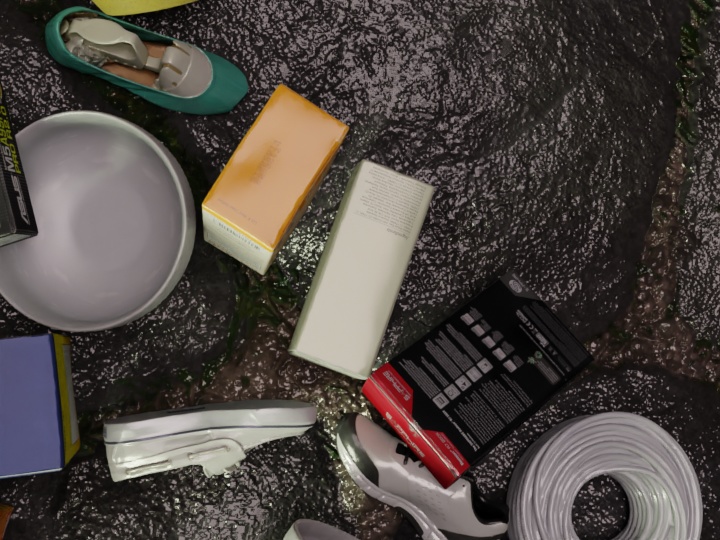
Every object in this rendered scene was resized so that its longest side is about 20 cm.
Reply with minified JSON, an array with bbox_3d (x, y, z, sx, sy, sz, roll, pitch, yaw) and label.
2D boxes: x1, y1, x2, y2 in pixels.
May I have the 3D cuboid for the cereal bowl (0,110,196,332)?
[{"bbox_3d":[-0.241,-0.042,0.987,0.199,0.083,0.201,0,87,10],"label":"cereal bowl"}]

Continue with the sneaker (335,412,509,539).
[{"bbox_3d":[0.061,0.198,1.035,0.200,0.074,0.080,42,118,-11],"label":"sneaker"}]

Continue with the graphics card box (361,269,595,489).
[{"bbox_3d":[0.114,0.100,1.035,0.200,0.051,0.126,-35,75,-27],"label":"graphics card box"}]

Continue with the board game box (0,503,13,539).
[{"bbox_3d":[-0.425,0.275,0.880,0.200,0.200,0.200,18,82,-9],"label":"board game box"}]

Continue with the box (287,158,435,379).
[{"bbox_3d":[0.000,0.000,1.052,0.082,0.068,0.200,22,82,-8],"label":"box"}]

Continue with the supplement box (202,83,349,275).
[{"bbox_3d":[-0.081,-0.074,0.975,0.073,0.200,0.126,32,81,-3],"label":"supplement box"}]

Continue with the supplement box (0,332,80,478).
[{"bbox_3d":[-0.304,0.114,0.916,0.109,0.200,0.109,-6,86,-11],"label":"supplement box"}]

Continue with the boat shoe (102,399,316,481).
[{"bbox_3d":[-0.139,0.161,1.012,0.199,0.072,0.066,-6,91,-11],"label":"boat shoe"}]

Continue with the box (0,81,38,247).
[{"bbox_3d":[-0.400,-0.081,0.954,0.199,0.044,0.161,-15,86,10],"label":"box"}]

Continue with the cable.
[{"bbox_3d":[0.246,0.243,1.082,0.200,0.069,0.200,40,79,-5],"label":"cable"}]

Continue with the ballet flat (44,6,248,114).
[{"bbox_3d":[-0.203,-0.199,1.027,0.200,0.070,0.068,16,82,-10],"label":"ballet flat"}]

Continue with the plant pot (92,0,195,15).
[{"bbox_3d":[-0.203,-0.316,0.992,0.200,0.200,0.142,-14,112,-12],"label":"plant pot"}]

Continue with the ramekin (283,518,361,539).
[{"bbox_3d":[-0.002,0.323,0.966,0.200,0.200,0.105,32,90,-7],"label":"ramekin"}]
